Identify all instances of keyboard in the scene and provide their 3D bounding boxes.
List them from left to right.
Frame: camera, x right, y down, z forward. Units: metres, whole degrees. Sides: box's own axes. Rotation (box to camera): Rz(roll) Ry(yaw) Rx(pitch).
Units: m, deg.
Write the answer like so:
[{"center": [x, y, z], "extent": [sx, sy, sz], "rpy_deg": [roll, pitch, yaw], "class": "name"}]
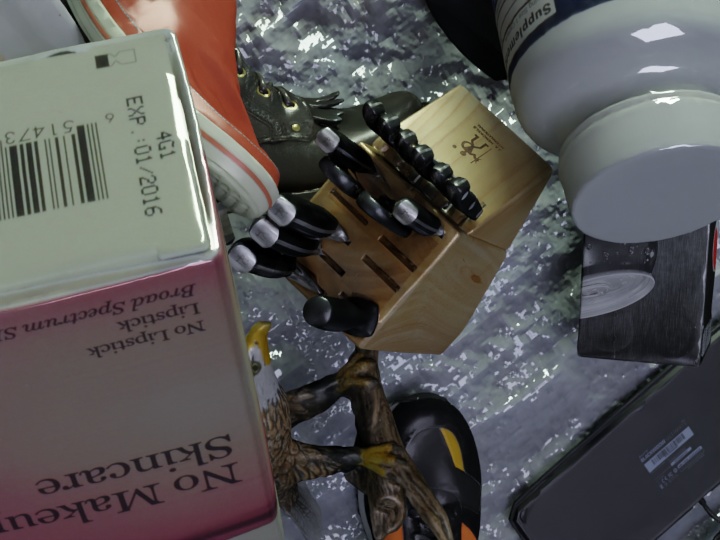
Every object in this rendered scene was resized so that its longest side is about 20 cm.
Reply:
[{"center": [0.190, 0.122, 0.963], "extent": [0.200, 0.021, 0.127], "rpy_deg": [-38, 106, -10], "class": "keyboard"}]

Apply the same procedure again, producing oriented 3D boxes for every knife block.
[{"center": [0.000, 0.000, 0.747], "extent": [0.064, 0.200, 0.175], "rpy_deg": [44, 53, 15], "class": "knife block"}]

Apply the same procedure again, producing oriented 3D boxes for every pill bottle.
[{"center": [0.117, -0.120, 0.749], "extent": [0.110, 0.111, 0.201], "rpy_deg": [4, 61, -22], "class": "pill bottle"}]

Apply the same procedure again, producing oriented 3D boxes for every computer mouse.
[{"center": [0.112, -0.101, 0.825], "extent": [0.200, 0.034, 0.059], "rpy_deg": [37, 94, 10], "class": "computer mouse"}]

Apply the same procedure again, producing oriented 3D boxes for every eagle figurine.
[{"center": [-0.074, 0.080, 0.775], "extent": [0.199, 0.152, 0.152], "rpy_deg": [-7, 103, -21], "class": "eagle figurine"}]

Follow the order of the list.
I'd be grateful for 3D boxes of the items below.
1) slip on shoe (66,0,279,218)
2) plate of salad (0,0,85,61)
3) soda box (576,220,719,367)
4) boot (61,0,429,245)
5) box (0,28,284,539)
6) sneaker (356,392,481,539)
[{"center": [-0.078, -0.102, 0.675], "extent": [0.061, 0.200, 0.074], "rpy_deg": [-32, 144, 2], "class": "slip on shoe"}, {"center": [-0.187, -0.036, 0.626], "extent": [0.199, 0.048, 0.201], "rpy_deg": [-15, 121, -26], "class": "plate of salad"}, {"center": [0.157, -0.054, 0.877], "extent": [0.070, 0.063, 0.201], "rpy_deg": [4, 100, 14], "class": "soda box"}, {"center": [-0.069, -0.107, 0.791], "extent": [0.199, 0.069, 0.175], "rpy_deg": [-24, 100, -23], "class": "boot"}, {"center": [-0.105, 0.031, 0.593], "extent": [0.127, 0.109, 0.200], "rpy_deg": [-13, 141, -5], "class": "box"}, {"center": [0.041, 0.169, 0.873], "extent": [0.070, 0.090, 0.201], "rpy_deg": [2, 100, -22], "class": "sneaker"}]
